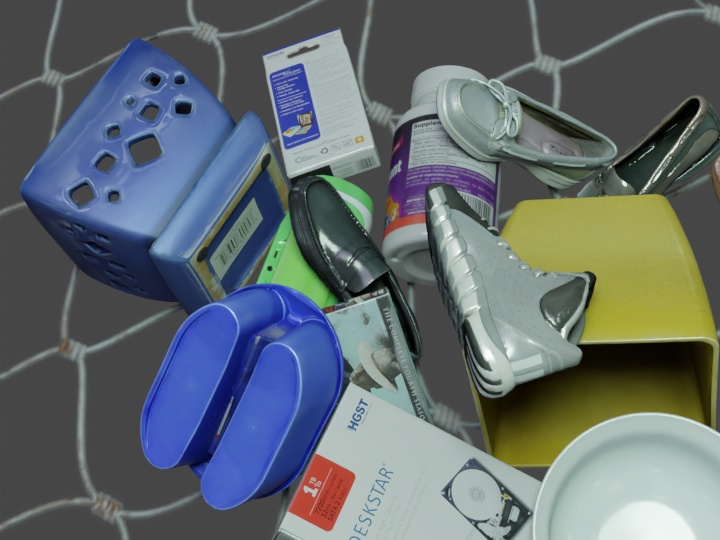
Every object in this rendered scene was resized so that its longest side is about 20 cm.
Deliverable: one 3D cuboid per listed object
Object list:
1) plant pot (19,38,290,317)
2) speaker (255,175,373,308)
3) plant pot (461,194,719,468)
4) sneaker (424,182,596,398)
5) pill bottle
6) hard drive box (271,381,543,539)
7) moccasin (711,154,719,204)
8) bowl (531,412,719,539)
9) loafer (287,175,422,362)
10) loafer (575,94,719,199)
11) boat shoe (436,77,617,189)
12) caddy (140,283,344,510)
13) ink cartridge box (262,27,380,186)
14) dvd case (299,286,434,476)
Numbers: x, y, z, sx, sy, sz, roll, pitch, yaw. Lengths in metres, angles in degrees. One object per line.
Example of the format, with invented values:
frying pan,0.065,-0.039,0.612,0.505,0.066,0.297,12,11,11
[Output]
plant pot,-0.183,-0.073,1.276,0.179,0.200,0.201,28,72,19
speaker,-0.053,0.011,1.260,0.088,0.089,0.201,13,67,20
plant pot,0.203,0.045,1.124,0.198,0.201,0.178,-2,53,13
sneaker,0.122,0.005,1.015,0.114,0.075,0.201,-13,54,-4
pill bottle,0.083,-0.094,1.263,0.110,0.112,0.202,0,63,14
hard drive box,0.041,0.214,1.077,0.199,0.077,0.157,26,53,0
moccasin,0.388,-0.040,1.175,0.073,0.078,0.202,-26,55,3
bowl,0.240,0.226,1.065,0.199,0.090,0.203,-3,68,6
loafer,0.000,0.000,1.203,0.068,0.070,0.202,-35,102,-34
loafer,0.259,-0.090,1.230,0.200,0.063,0.072,-42,50,1
boat shoe,0.156,-0.135,1.220,0.065,0.201,0.075,-25,52,46
caddy,-0.099,0.110,1.122,0.141,0.105,0.201,31,106,15
ink cartridge box,-0.044,-0.172,1.367,0.094,0.037,0.201,-18,50,5
dvd case,-0.046,0.113,1.188,0.198,0.147,0.022,-18,16,3
